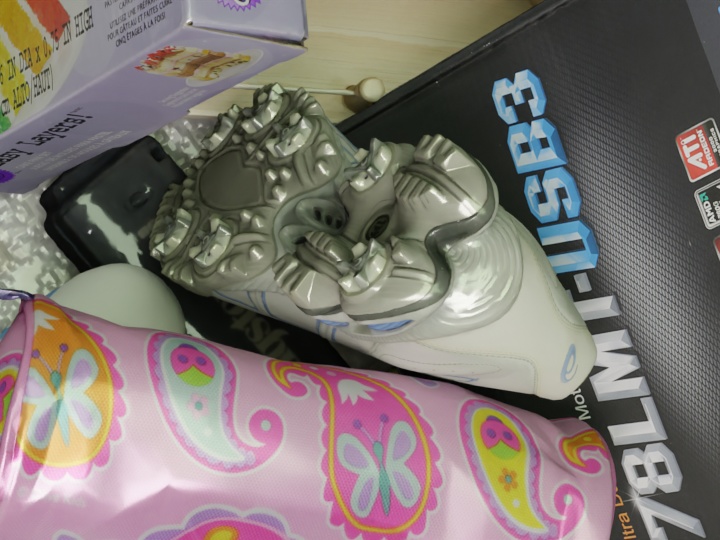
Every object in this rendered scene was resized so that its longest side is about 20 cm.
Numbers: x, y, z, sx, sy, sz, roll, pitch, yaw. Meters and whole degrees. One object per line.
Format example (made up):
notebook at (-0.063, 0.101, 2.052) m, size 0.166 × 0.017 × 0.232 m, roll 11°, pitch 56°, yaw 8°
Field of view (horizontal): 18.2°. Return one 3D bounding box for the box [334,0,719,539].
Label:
box at (0.099, 0.005, 0.730) m, size 0.050 × 0.198 × 0.202 m, roll 2°, pitch 66°, yaw -54°

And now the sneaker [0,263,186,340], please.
sneaker at (-0.118, 0.071, 0.724) m, size 0.072 × 0.072 × 0.200 m, roll 46°, pitch 58°, yaw -9°

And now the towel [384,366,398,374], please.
towel at (0.056, 0.089, 0.804) m, size 0.199 × 0.023 × 0.144 m, roll -35°, pitch 87°, yaw -34°

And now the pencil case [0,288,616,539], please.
pencil case at (-0.024, 0.064, 0.677) m, size 0.198 × 0.087 × 0.088 m, roll 13°, pitch 76°, yaw -14°

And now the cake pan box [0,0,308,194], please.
cake pan box at (-0.095, -0.136, 0.746) m, size 0.052 × 0.199 × 0.186 m, roll 5°, pitch 76°, yaw -35°

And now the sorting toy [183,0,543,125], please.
sorting toy at (0.017, -0.115, 0.776) m, size 0.198 × 0.180 × 0.108 m, roll 2°, pitch 79°, yaw -15°

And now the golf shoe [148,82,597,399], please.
golf shoe at (0.000, 0.000, 0.730) m, size 0.097 × 0.200 × 0.079 m, roll 39°, pitch 84°, yaw -29°

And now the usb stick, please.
usb stick at (-0.035, 0.037, 0.810) m, size 0.055 × 0.033 × 0.200 m, roll -41°, pitch 91°, yaw -20°
